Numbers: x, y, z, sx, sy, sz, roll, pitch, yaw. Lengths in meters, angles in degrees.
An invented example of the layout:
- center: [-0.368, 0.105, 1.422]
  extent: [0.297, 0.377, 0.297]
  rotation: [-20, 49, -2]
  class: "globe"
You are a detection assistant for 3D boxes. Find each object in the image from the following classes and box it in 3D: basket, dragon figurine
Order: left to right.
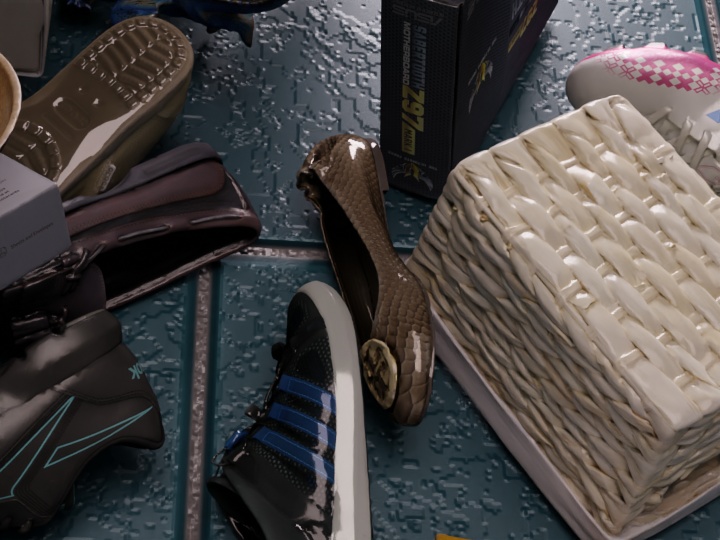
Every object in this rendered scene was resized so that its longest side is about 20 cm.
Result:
- center: [-0.114, -0.168, 0.913]
  extent: [0.099, 0.059, 0.200]
  rotation: [1, 14, -29]
  class: "dragon figurine"
- center: [0.131, 0.022, 0.817]
  extent: [0.136, 0.123, 0.200]
  rotation: [-25, 62, -25]
  class: "basket"

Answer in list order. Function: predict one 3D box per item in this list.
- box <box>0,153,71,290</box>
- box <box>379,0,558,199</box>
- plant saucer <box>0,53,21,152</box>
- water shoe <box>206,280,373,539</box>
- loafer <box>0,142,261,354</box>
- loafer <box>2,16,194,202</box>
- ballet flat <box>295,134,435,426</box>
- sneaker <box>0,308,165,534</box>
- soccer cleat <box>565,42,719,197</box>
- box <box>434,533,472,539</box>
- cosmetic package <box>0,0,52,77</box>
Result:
- center: [-0.260, -0.026, 0.729]
  extent: [0.200, 0.041, 0.156]
  rotation: [27, 47, 35]
  class: "box"
- center: [0.071, -0.164, 0.917]
  extent: [0.051, 0.158, 0.200]
  rotation: [20, 53, 15]
  class: "box"
- center: [-0.250, -0.050, 0.696]
  extent: [0.200, 0.035, 0.200]
  rotation: [-2, 38, 2]
  class: "plant saucer"
- center: [-0.038, 0.090, 0.776]
  extent: [0.079, 0.072, 0.200]
  rotation: [-1, 55, -7]
  class: "water shoe"
- center: [-0.139, -0.002, 0.828]
  extent: [0.200, 0.072, 0.063]
  rotation: [-34, 70, -31]
  class: "loafer"
- center: [-0.170, -0.058, 0.865]
  extent: [0.200, 0.068, 0.076]
  rotation: [-38, 65, -12]
  class: "loafer"
- center: [0.000, 0.000, 0.845]
  extent: [0.046, 0.067, 0.200]
  rotation: [5, 48, -22]
  class: "ballet flat"
- center: [-0.186, 0.100, 0.743]
  extent: [0.200, 0.075, 0.079]
  rotation: [-34, 97, -12]
  class: "sneaker"
- center: [0.219, -0.076, 0.933]
  extent: [0.200, 0.070, 0.086]
  rotation: [16, 54, 2]
  class: "soccer cleat"
- center: [0.090, 0.174, 0.679]
  extent: [0.119, 0.041, 0.200]
  rotation: [11, 11, -1]
  class: "box"
- center: [-0.209, -0.217, 0.862]
  extent: [0.087, 0.103, 0.200]
  rotation: [5, 53, -10]
  class: "cosmetic package"
